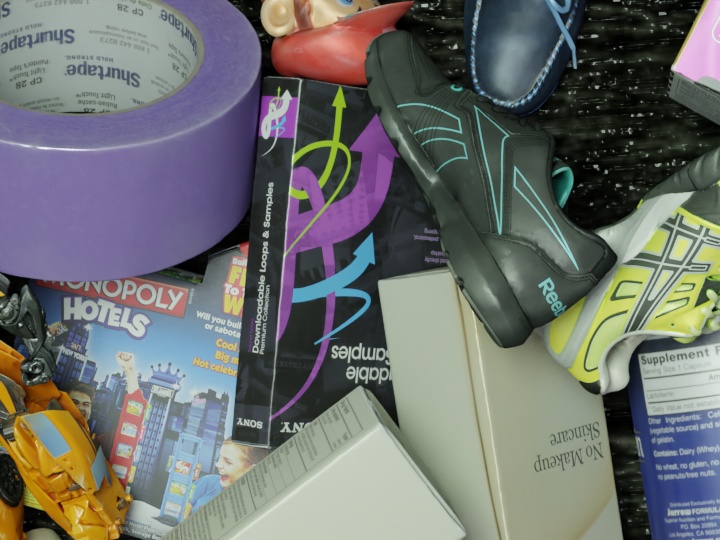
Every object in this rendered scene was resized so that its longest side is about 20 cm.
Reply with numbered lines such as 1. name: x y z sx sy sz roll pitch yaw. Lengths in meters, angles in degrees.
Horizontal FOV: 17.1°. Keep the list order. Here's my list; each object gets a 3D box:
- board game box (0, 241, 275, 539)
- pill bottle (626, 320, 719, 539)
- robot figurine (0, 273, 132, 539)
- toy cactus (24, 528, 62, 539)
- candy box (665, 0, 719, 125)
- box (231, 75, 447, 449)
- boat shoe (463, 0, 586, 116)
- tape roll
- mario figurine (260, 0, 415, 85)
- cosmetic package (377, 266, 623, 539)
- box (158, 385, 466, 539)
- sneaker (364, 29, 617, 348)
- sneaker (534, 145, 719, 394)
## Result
1. board game box: -0.095 0.055 1.368 0.199 0.062 0.201 16 92 6
2. pill bottle: 0.205 0.066 1.310 0.115 0.116 0.201 -9 89 6
3. robot figurine: -0.213 0.077 1.281 0.144 0.058 0.200 -18 123 22
4. toy cactus: -0.158 0.219 1.349 0.103 0.199 0.165 -62 40 27
5. candy box: 0.218 -0.145 1.264 0.061 0.200 0.137 28 93 5
6. box: 0.000 0.000 1.326 0.036 0.142 0.201 8 93 47
7. boat shoe: 0.095 -0.188 1.342 0.084 0.069 0.201 9 92 6
8. tape roll: -0.153 -0.085 1.298 0.199 0.200 0.085 9 127 6
9. mario figurine: -0.027 -0.196 1.332 0.123 0.106 0.201 -29 80 -12
10. cosmetic package: 0.080 0.094 1.319 0.073 0.103 0.201 -8 92 45
11. box: -0.050 0.156 1.238 0.200 0.095 0.078 -37 101 2
12. sneaker: 0.065 -0.052 1.247 0.079 0.075 0.201 -29 60 6
13. sneaker: 0.175 -0.009 1.229 0.200 0.075 0.077 -37 74 31
